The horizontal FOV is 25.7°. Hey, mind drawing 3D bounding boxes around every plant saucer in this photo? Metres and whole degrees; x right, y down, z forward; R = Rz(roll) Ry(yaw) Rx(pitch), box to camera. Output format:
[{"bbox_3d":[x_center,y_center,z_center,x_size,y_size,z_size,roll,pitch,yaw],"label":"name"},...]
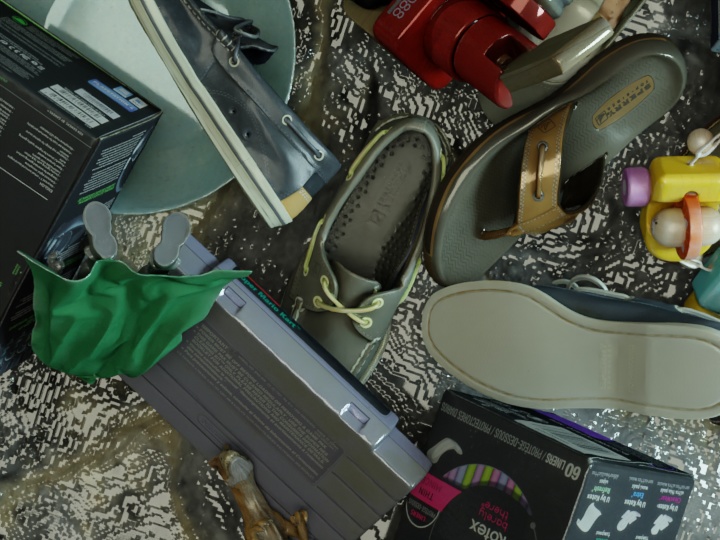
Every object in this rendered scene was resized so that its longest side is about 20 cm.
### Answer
[{"bbox_3d":[-0.137,-0.135,0.968,0.200,0.039,0.202,0,92,2],"label":"plant saucer"}]

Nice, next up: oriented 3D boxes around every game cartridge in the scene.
[{"bbox_3d":[-0.060,0.077,0.936,0.200,0.038,0.130,43,134,2],"label":"game cartridge"}]

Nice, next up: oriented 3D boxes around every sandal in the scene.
[{"bbox_3d":[0.120,-0.059,0.936,0.200,0.082,0.055,-36,45,-2],"label":"sandal"}]

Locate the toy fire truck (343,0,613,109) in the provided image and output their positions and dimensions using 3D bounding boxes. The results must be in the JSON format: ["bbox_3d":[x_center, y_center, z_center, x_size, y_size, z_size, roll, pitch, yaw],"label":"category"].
[{"bbox_3d":[0.097,-0.166,0.861,0.176,0.129,0.200,-49,55,5],"label":"toy fire truck"}]

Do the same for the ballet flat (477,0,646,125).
[{"bbox_3d":[0.139,-0.170,0.939,0.067,0.064,0.200,39,94,0],"label":"ballet flat"}]

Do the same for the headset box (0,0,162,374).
[{"bbox_3d":[-0.243,-0.050,0.921,0.174,0.093,0.200,34,111,6],"label":"headset box"}]

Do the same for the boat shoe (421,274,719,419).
[{"bbox_3d":[0.134,0.041,0.924,0.199,0.062,0.075,3,99,28],"label":"boat shoe"}]

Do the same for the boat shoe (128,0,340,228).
[{"bbox_3d":[-0.080,-0.121,0.912,0.062,0.075,0.200,-33,95,-1],"label":"boat shoe"}]

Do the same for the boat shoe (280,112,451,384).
[{"bbox_3d":[-0.003,-0.001,0.956,0.072,0.060,0.202,24,94,2],"label":"boat shoe"}]

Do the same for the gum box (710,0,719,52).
[{"bbox_3d":[0.298,-0.192,0.891,0.199,0.045,0.170,8,68,-9],"label":"gum box"}]

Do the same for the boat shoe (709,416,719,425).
[{"bbox_3d":[0.300,0.098,0.940,0.199,0.073,0.063,3,90,-2],"label":"boat shoe"}]

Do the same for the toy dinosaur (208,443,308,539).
[{"bbox_3d":[-0.051,0.199,0.962,0.106,0.060,0.201,12,110,40],"label":"toy dinosaur"}]

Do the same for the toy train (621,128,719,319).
[{"bbox_3d":[0.234,-0.029,0.890,0.150,0.056,0.200,-21,129,14],"label":"toy train"}]

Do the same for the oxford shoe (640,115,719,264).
[{"bbox_3d":[0.251,-0.075,0.932,0.200,0.075,0.071,-39,91,4],"label":"oxford shoe"}]

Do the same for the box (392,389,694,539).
[{"bbox_3d":[0.089,0.186,0.913,0.122,0.106,0.201,22,95,47],"label":"box"}]

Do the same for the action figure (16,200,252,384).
[{"bbox_3d":[-0.141,0.022,0.878,0.118,0.200,0.055,9,65,-15],"label":"action figure"}]
